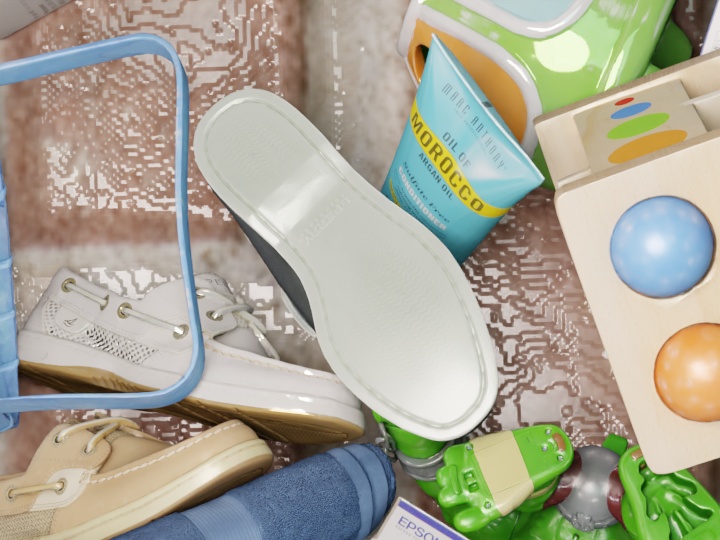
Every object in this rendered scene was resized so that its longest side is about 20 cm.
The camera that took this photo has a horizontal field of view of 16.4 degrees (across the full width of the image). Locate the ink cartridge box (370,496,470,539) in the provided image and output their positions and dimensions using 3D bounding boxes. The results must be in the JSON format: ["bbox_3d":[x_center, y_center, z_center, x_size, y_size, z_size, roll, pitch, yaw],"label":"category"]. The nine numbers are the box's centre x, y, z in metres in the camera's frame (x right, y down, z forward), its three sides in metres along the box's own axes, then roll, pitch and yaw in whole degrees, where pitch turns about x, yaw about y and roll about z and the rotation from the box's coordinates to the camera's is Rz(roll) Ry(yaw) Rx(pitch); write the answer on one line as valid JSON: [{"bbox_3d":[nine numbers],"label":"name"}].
[{"bbox_3d":[0.020,0.194,1.158,0.099,0.039,0.200,33,119,4],"label":"ink cartridge box"}]

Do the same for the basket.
[{"bbox_3d":[-0.173,-0.017,1.138,0.199,0.139,0.177,-7,67,8],"label":"basket"}]

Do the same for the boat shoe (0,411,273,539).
[{"bbox_3d":[-0.127,0.099,1.159,0.200,0.071,0.065,-24,80,34],"label":"boat shoe"}]

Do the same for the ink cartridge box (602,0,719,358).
[{"bbox_3d":[0.172,-0.053,1.152,0.044,0.094,0.201,22,107,17],"label":"ink cartridge box"}]

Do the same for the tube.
[{"bbox_3d":[0.041,-0.042,1.133,0.050,0.200,0.077,-39,83,-16],"label":"tube"}]

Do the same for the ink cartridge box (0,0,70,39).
[{"bbox_3d":[-0.133,-0.226,1.209,0.199,0.084,0.146,-30,86,-1],"label":"ink cartridge box"}]

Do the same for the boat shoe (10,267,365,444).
[{"bbox_3d":[-0.079,0.033,1.168,0.199,0.071,0.070,11,76,32],"label":"boat shoe"}]

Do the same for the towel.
[{"bbox_3d":[-0.081,0.139,1.122,0.199,0.112,0.049,-20,76,-26],"label":"towel"}]

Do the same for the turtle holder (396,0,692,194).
[{"bbox_3d":[0.098,-0.131,1.169,0.131,0.141,0.186,23,89,4],"label":"turtle holder"}]

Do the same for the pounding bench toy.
[{"bbox_3d":[0.166,0.024,1.041,0.124,0.156,0.201,-19,106,6],"label":"pounding bench toy"}]

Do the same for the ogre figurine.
[{"bbox_3d":[0.105,0.115,1.156,0.199,0.120,0.099,3,67,6],"label":"ogre figurine"}]

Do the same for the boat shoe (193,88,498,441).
[{"bbox_3d":[0.000,0.000,1.135,0.075,0.060,0.200,-34,66,1],"label":"boat shoe"}]
